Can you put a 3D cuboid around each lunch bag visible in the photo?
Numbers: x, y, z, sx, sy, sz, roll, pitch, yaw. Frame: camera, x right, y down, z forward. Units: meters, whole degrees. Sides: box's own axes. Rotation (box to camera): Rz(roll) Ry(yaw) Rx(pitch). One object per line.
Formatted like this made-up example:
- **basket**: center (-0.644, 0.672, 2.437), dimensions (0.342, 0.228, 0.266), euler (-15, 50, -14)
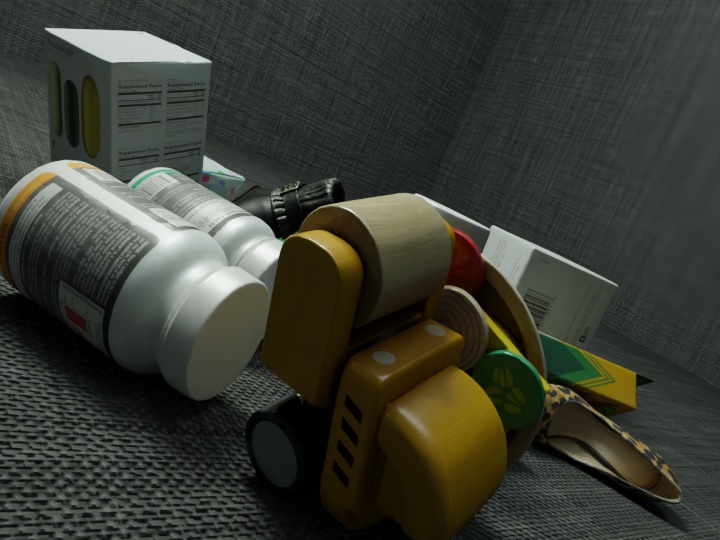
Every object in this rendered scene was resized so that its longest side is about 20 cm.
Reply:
- **lunch bag**: center (-0.329, -0.187, 1.162), dimensions (0.197, 0.079, 0.159), euler (31, 10, 28)

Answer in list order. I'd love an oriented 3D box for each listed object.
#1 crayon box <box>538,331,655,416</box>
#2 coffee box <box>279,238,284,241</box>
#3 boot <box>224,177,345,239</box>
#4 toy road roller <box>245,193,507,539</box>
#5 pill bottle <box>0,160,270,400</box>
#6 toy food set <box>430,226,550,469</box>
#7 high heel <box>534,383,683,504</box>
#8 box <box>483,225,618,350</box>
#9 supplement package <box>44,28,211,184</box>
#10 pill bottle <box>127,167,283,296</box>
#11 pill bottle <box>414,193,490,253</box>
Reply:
- **crayon box**: center (0.265, 0.149, 0.776), dimensions (0.195, 0.053, 0.126), euler (22, -28, -14)
- **coffee box**: center (-0.193, -0.057, 0.920), dimensions (0.197, 0.045, 0.122), euler (15, 15, -44)
- **boot**: center (-0.105, -0.065, 0.789), dimensions (0.153, 0.081, 0.213), euler (1, 33, 10)
- **toy road roller**: center (0.025, 0.068, 0.367), dimensions (0.144, 0.205, 0.121), euler (26, 27, 32)
- **pill bottle**: center (-0.173, 0.006, 0.453), dimensions (0.197, 0.119, 0.116), euler (29, 11, 19)
- **toy food set**: center (0.050, 0.067, 0.458), dimensions (0.048, 0.200, 0.201), euler (-14, 57, -48)
- **high heel**: center (0.264, 0.193, 0.663), dimensions (0.197, 0.073, 0.142), euler (29, 2, -29)
- **box**: center (0.276, 0.065, 0.973), dimensions (0.196, 0.203, 0.131), euler (19, 11, -25)
- **supplement package**: center (-0.309, -0.195, 0.789), dimensions (0.150, 0.205, 0.149), euler (29, 31, 27)
- **pill bottle**: center (-0.158, -0.019, 0.619), dimensions (0.197, 0.116, 0.112), euler (30, 12, 24)
- **pill bottle**: center (0.048, 0.037, 0.574), dimensions (0.110, 0.204, 0.112), euler (23, 10, -4)
